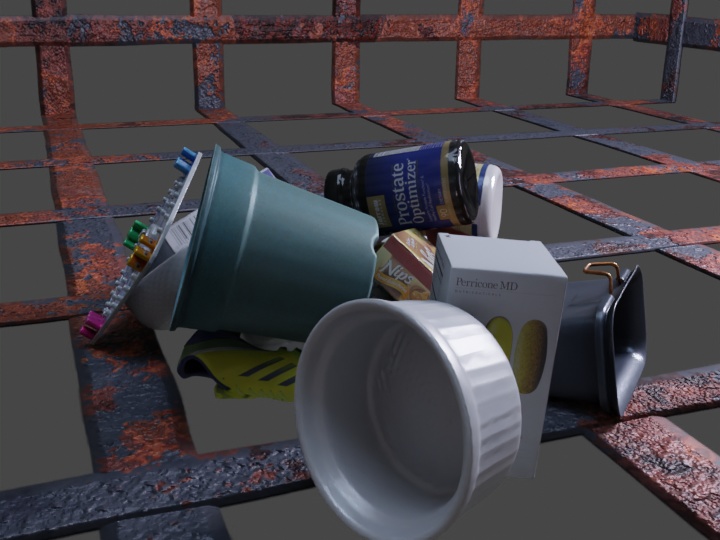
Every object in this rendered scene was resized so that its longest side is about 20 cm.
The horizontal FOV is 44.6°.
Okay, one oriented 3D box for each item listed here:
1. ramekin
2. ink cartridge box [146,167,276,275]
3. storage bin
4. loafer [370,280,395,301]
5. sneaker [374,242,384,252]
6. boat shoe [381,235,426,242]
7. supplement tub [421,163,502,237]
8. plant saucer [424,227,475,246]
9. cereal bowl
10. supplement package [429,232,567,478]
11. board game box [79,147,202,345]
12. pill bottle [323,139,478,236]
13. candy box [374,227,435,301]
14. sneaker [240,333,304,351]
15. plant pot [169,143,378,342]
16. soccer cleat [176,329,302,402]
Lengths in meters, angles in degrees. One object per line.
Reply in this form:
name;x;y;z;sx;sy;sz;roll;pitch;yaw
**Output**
ramekin;0.042;0.121;0.750;0.198;0.206;0.096;18;17;41
ink cartridge box;-0.225;-0.049;1.223;0.199;0.041;0.199;-38;2;-37
storage bin;0.248;0.068;1.019;0.131;0.149;0.199;-1;16;27
loafer;0.000;0.000;1.119;0.197;0.071;0.070;26;16;-21
sneaker;0.088;0.011;1.228;0.196;0.069;0.090;17;1;-10
boat shoe;0.113;-0.018;1.366;0.195;0.074;0.071;7;8;-18
supplement tub;0.139;-0.115;1.509;0.195;0.148;0.144;7;19;16
plant saucer;0.198;0.002;1.224;0.198;0.037;0.198;29;-1;-38
cereal bowl;-0.202;0.015;1.136;0.198;0.084;0.200;-35;0;0
supplement package;0.119;0.079;0.845;0.111;0.205;0.110;4;18;-3
board game box;-0.278;-0.033;1.106;0.026;0.200;0.203;30;43;-18
pill bottle;0.055;-0.107;1.190;0.195;0.115;0.112;-7;15;21
candy box;0.078;0.009;1.065;0.115;0.056;0.200;43;11;5
sneaker;-0.063;0.050;1.092;0.197;0.102;0.074;-13;21;-39
plant pot;-0.091;-0.010;0.957;0.192;0.204;0.201;15;16;-11
soccer cleat;-0.118;0.120;0.975;0.196;0.065;0.084;16;53;27
